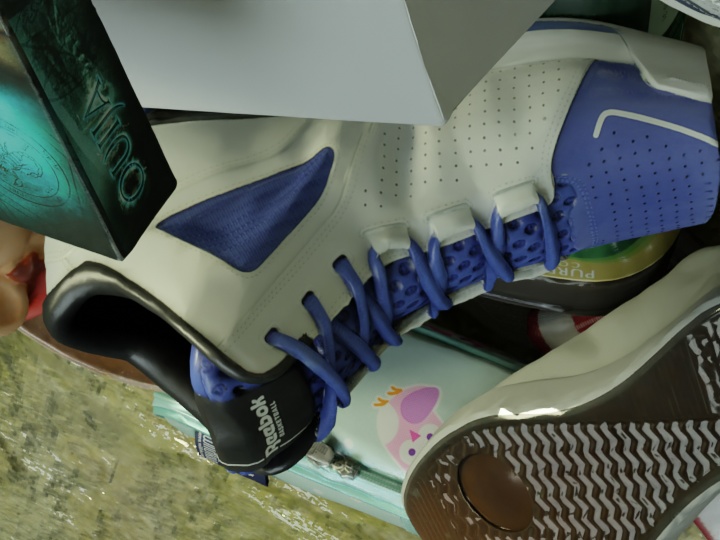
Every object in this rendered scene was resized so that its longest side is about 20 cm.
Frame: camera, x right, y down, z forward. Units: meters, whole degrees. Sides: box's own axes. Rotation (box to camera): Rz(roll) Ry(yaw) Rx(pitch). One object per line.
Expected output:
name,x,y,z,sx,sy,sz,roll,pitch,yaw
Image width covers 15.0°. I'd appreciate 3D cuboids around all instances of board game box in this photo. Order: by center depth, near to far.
board game box,-0.148,-0.078,0.641,0.200,0.028,0.135,17,149,30

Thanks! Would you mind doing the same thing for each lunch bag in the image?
lunch bag,0.022,0.058,1.025,0.160,0.077,0.200,23,180,20

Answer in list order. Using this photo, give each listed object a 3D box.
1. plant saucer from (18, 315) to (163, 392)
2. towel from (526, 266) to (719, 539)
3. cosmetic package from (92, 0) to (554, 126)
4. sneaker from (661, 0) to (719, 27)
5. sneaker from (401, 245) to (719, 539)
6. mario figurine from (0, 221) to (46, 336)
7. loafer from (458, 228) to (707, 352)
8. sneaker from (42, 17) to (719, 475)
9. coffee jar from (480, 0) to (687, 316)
plant saucer,-0.078,-0.049,0.888,0.200,0.035,0.201,17,131,20
towel,0.169,0.042,0.907,0.200,0.023,0.144,-17,126,40
cosmetic package,-0.045,-0.084,0.720,0.200,0.083,0.051,6,131,36
sneaker,0.150,-0.071,0.665,0.199,0.077,0.085,17,-161,-3
sneaker,0.096,0.044,0.864,0.200,0.085,0.073,-31,97,45
mario figurine,-0.139,-0.030,0.791,0.106,0.200,0.124,6,101,39
loafer,0.038,-0.025,0.968,0.199,0.063,0.072,16,125,4
sneaker,-0.001,0.000,0.749,0.199,0.115,0.081,-2,148,6
coffee jar,0.053,-0.067,0.830,0.104,0.086,0.200,13,150,13
